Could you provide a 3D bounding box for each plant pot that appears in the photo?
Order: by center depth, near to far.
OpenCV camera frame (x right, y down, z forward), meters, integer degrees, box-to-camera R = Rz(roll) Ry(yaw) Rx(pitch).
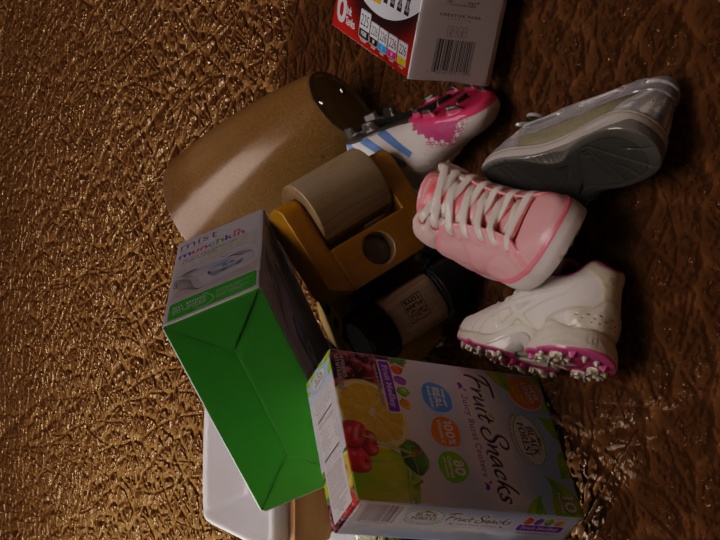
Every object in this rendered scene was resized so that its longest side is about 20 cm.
[{"bbox_3d":[-0.080,-0.114,1.300,0.200,0.186,0.187,-41,53,31],"label":"plant pot"}]

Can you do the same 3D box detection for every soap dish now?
[{"bbox_3d":[-0.101,0.217,1.317,0.200,0.081,0.159,0,90,59],"label":"soap dish"}]

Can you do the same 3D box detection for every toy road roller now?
[{"bbox_3d":[0.000,0.000,1.139,0.201,0.123,0.146,59,158,1],"label":"toy road roller"}]

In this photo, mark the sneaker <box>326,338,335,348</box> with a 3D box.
[{"bbox_3d":[-0.061,0.105,1.295,0.199,0.081,0.075,10,91,21],"label":"sneaker"}]

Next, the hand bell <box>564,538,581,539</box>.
[{"bbox_3d":[0.163,0.327,0.957,0.104,0.104,0.201,8,111,61],"label":"hand bell"}]

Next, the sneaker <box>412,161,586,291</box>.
[{"bbox_3d":[0.099,-0.040,0.968,0.076,0.104,0.200,-60,11,-8],"label":"sneaker"}]

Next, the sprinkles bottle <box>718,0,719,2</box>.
[{"bbox_3d":[0.222,-0.241,0.816,0.200,0.068,0.069,57,139,45],"label":"sprinkles bottle"}]

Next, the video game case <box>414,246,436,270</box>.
[{"bbox_3d":[0.011,-0.018,1.274,0.200,0.018,0.144,-57,42,47],"label":"video game case"}]

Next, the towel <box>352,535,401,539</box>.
[{"bbox_3d":[0.010,0.183,1.091,0.200,0.036,0.149,123,145,-84],"label":"towel"}]

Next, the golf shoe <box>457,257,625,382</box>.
[{"bbox_3d":[0.149,0.038,0.980,0.200,0.075,0.092,-2,67,64],"label":"golf shoe"}]

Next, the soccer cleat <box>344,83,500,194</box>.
[{"bbox_3d":[0.067,-0.118,1.129,0.199,0.070,0.087,-6,117,53],"label":"soccer cleat"}]

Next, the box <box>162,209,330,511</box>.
[{"bbox_3d":[-0.090,0.077,1.083,0.177,0.096,0.201,-96,-17,-66],"label":"box"}]

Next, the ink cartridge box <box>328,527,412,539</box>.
[{"bbox_3d":[0.021,0.247,1.233,0.200,0.050,0.109,-58,42,44],"label":"ink cartridge box"}]

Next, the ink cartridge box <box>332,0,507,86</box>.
[{"bbox_3d":[0.057,-0.281,1.091,0.200,0.083,0.177,-132,48,-58],"label":"ink cartridge box"}]

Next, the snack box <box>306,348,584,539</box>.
[{"bbox_3d":[0.065,0.142,0.960,0.143,0.199,0.053,-102,32,-41],"label":"snack box"}]

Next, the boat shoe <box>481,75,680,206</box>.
[{"bbox_3d":[0.168,-0.097,0.933,0.065,0.074,0.202,-60,17,-21],"label":"boat shoe"}]
